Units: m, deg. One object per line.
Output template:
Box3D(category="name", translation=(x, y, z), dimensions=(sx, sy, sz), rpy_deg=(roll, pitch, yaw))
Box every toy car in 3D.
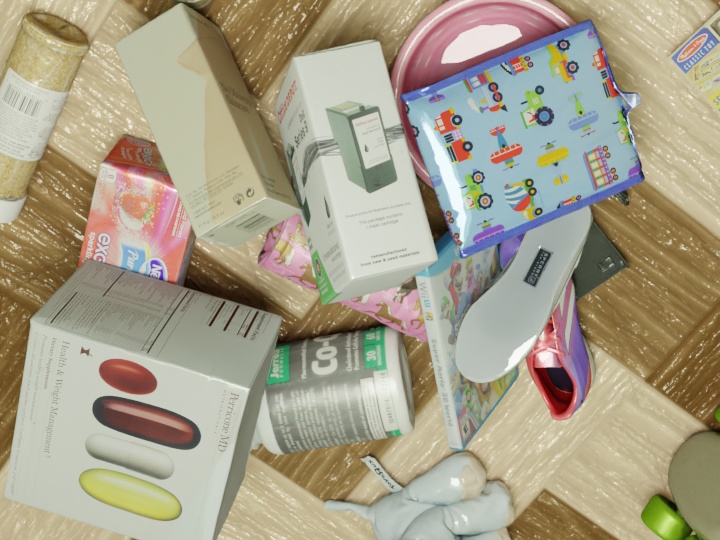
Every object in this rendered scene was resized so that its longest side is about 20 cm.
Box3D(category="toy car", translation=(0.428, 0.258, 1.259), dimensions=(0.199, 0.158, 0.165), rpy_deg=(30, 101, -22))

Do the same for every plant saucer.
Box3D(category="plant saucer", translation=(0.127, -0.160, 1.128), dimensions=(0.198, 0.051, 0.203), rpy_deg=(3, 105, 10))

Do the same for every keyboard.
Box3D(category="keyboard", translation=(0.198, -0.071, 1.194), dimensions=(0.127, 0.021, 0.200), rpy_deg=(-35, 108, 22))

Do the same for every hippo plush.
Box3D(category="hippo plush", translation=(0.080, 0.289, 1.272), dimensions=(0.199, 0.161, 0.160), rpy_deg=(34, 111, -11))

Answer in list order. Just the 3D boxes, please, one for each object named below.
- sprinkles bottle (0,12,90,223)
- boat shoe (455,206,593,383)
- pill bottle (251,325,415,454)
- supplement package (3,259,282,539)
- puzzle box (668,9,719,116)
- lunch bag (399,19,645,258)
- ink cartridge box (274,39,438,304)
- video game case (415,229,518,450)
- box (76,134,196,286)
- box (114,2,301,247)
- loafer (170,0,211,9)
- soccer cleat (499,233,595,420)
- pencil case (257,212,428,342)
Box3D(category="sprinkles bottle", translation=(-0.327, -0.145, 1.162), dimensions=(0.068, 0.068, 0.201), rpy_deg=(27, 111, -8))
Box3D(category="boat shoe", translation=(0.162, 0.021, 1.146), dimensions=(0.073, 0.065, 0.201), rpy_deg=(36, 93, 19))
Box3D(category="pill bottle", translation=(-0.049, 0.126, 1.237), dimensions=(0.198, 0.113, 0.114), rpy_deg=(-10, 112, 6))
Box3D(category="supplement package", translation=(-0.198, 0.126, 1.116), dimensions=(0.198, 0.147, 0.193), rpy_deg=(16, 114, 2))
Box3D(category="puzzle box", translation=(0.396, -0.213, 1.088), dimensions=(0.200, 0.025, 0.133), rpy_deg=(-44, 74, 18))
Box3D(category="lunch bag", translation=(0.153, -0.121, 1.069), dimensions=(0.198, 0.094, 0.152), rpy_deg=(-21, 97, 6))
Box3D(category="ink cartridge box", translation=(-0.010, -0.084, 1.084), dimensions=(0.083, 0.146, 0.202), rpy_deg=(-13, 82, -14))
Box3D(category="video game case", translation=(0.108, 0.053, 1.183), dimensions=(0.018, 0.143, 0.202), rpy_deg=(4, 119, 32))
Box3D(category="box", translation=(-0.220, -0.016, 1.195), dimensions=(0.102, 0.095, 0.202), rpy_deg=(17, 113, -4))
Box3D(category="box", translation=(-0.139, -0.130, 1.099), dimensions=(0.077, 0.095, 0.202), rpy_deg=(-27, 79, 14))
Box3D(category="loafer", translation=(-0.155, -0.332, 1.075), dimensions=(0.075, 0.068, 0.202), rpy_deg=(4, 113, 1))
Box3D(category="soccer cleat", translation=(0.186, 0.055, 1.209), dimensions=(0.068, 0.073, 0.201), rpy_deg=(-9, 116, 27))
Box3D(category="pencil case", translation=(0.000, 0.000, 1.194), dimensions=(0.198, 0.087, 0.083), rpy_deg=(25, 145, -8))
